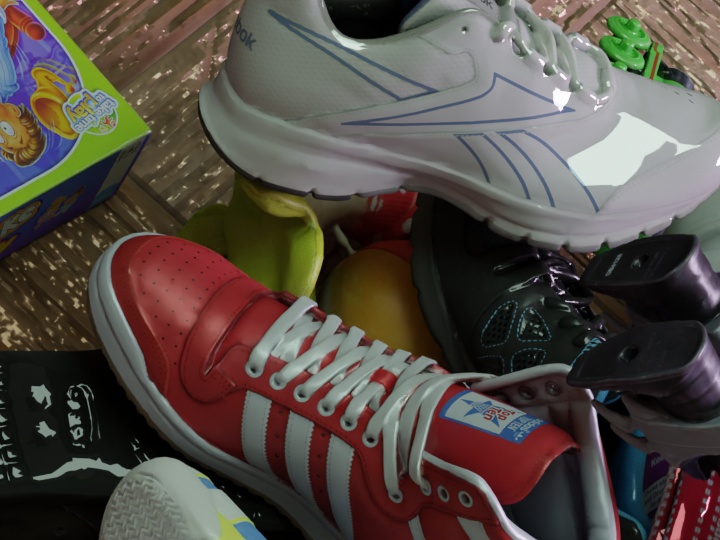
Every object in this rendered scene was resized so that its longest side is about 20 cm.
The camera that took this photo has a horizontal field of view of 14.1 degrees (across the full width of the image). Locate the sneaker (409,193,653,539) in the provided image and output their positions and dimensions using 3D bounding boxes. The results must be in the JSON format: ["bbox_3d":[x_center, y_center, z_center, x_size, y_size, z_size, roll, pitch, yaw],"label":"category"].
[{"bbox_3d":[0.073,0.034,1.079,0.073,0.082,0.201,15,59,-47],"label":"sneaker"}]

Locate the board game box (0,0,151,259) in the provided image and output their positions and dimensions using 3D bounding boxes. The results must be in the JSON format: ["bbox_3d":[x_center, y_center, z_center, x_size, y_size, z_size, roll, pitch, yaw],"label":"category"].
[{"bbox_3d":[-0.195,-0.049,1.086,0.135,0.045,0.200,48,49,10],"label":"board game box"}]

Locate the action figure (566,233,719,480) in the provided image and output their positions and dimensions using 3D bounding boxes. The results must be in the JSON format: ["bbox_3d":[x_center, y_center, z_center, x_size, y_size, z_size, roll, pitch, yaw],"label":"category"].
[{"bbox_3d":[0.151,0.076,0.987,0.200,0.069,0.130,47,46,-23],"label":"action figure"}]

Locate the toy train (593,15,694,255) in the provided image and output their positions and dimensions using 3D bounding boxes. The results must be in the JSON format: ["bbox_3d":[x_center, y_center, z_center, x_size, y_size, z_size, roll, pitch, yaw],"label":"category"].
[{"bbox_3d":[0.110,-0.055,1.213,0.056,0.042,0.200,31,25,-2],"label":"toy train"}]

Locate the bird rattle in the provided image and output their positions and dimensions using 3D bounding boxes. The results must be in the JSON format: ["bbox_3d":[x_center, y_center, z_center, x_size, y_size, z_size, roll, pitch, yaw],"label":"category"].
[{"bbox_3d":[0.000,0.000,1.146,0.200,0.113,0.163,-25,82,-52],"label":"bird rattle"}]

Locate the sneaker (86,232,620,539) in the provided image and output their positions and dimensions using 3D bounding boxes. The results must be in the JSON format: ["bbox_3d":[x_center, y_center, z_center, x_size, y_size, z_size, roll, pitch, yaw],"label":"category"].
[{"bbox_3d":[0.003,0.045,0.978,0.200,0.112,0.071,44,51,-3],"label":"sneaker"}]

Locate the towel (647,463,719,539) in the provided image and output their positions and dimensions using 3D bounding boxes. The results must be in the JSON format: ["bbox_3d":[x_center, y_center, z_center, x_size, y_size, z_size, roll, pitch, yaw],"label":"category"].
[{"bbox_3d":[0.187,0.134,1.037,0.200,0.022,0.145,28,62,-17],"label":"towel"}]

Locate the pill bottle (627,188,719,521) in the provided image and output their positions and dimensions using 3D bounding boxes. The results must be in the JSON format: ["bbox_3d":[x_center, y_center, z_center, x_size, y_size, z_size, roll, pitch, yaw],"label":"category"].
[{"bbox_3d":[0.160,0.061,1.149,0.112,0.112,0.201,17,51,-17],"label":"pill bottle"}]

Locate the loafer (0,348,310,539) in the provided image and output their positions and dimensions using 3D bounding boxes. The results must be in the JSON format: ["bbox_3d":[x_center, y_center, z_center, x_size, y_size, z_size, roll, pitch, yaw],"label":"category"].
[{"bbox_3d":[-0.088,0.066,1.039,0.199,0.071,0.073,7,61,-19],"label":"loafer"}]

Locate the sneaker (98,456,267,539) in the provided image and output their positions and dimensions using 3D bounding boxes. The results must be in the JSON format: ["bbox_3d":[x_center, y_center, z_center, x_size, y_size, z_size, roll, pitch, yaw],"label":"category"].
[{"bbox_3d":[-0.010,0.149,0.983,0.105,0.076,0.201,-13,71,-50],"label":"sneaker"}]

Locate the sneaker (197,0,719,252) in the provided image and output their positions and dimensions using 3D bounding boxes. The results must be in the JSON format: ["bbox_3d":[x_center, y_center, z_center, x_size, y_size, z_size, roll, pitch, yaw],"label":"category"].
[{"bbox_3d":[0.045,-0.064,1.046,0.199,0.087,0.075,7,37,-15],"label":"sneaker"}]
